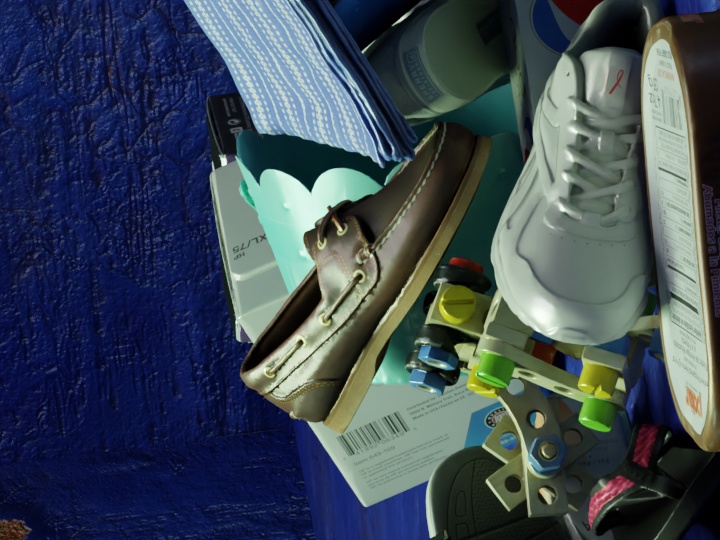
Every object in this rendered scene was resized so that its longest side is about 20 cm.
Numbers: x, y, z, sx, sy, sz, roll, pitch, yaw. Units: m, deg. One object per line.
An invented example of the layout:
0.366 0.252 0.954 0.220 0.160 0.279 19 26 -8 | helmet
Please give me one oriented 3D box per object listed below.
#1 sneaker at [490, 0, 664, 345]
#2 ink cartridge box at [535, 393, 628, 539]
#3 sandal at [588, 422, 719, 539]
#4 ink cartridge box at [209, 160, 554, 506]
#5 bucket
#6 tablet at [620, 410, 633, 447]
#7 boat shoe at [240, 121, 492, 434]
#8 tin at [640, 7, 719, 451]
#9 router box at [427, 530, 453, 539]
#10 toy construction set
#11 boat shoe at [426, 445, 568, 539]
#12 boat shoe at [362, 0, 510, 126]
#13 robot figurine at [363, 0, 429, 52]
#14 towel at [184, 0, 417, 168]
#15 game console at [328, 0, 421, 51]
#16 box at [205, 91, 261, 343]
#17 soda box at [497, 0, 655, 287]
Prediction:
0.109 -0.056 1.402 0.099 0.078 0.200 100 179 -49 | sneaker
0.131 0.191 1.634 0.162 0.050 0.200 91 173 -58 | ink cartridge box
0.137 0.106 1.466 0.045 0.075 0.200 39 180 -5 | sandal
0.016 0.017 1.900 0.146 0.147 0.200 -104 -13 -48 | ink cartridge box
0.042 -0.033 1.669 0.207 0.207 0.135 -112 8 -69 | bucket
0.154 0.179 1.700 0.200 0.014 0.130 91 170 -58 | tablet
0.000 0.000 1.547 0.200 0.070 0.070 -60 5 29 | boat shoe
0.157 -0.017 1.327 0.112 0.042 0.200 -106 10 -82 | tin
0.062 0.249 1.502 0.200 0.062 0.150 55 -159 -4 | router box
0.091 0.049 1.506 0.200 0.131 0.092 107 -179 -62 | toy construction set
0.087 0.191 1.609 0.202 0.074 0.065 63 164 -4 | boat shoe
0.054 -0.127 1.611 0.201 0.071 0.070 -34 -78 -57 | boat shoe
0.042 -0.182 1.899 0.200 0.113 0.170 -145 49 -82 | robot figurine
-0.049 -0.122 1.548 0.145 0.024 0.200 57 165 -20 | towel
0.013 -0.209 1.591 0.118 0.200 0.171 46 166 8 | game console
0.001 -0.047 2.032 0.104 0.200 0.148 -108 11 -62 | box
0.114 -0.090 1.531 0.068 0.064 0.200 96 167 -72 | soda box
